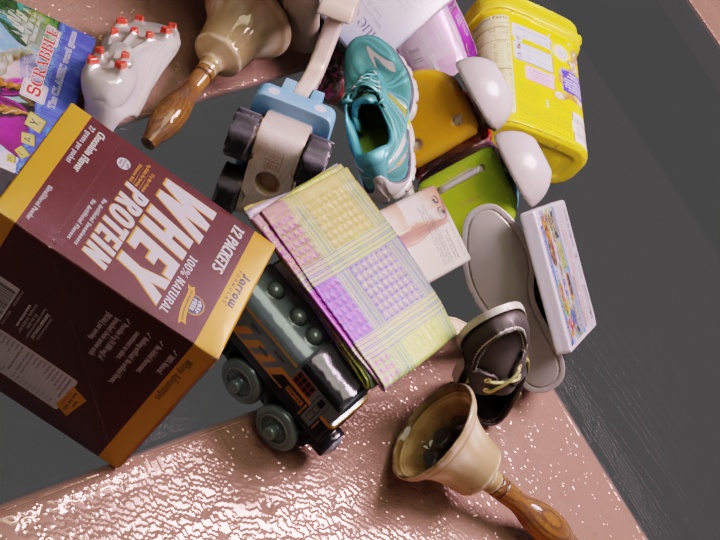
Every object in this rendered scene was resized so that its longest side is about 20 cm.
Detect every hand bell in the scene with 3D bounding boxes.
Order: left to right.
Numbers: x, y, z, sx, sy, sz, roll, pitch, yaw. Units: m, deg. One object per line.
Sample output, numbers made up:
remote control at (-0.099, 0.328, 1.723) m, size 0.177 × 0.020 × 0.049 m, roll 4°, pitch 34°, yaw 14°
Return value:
hand bell at (-0.162, -0.195, 1.453) m, size 0.104 × 0.104 × 0.201 m, roll 37°, pitch 56°, yaw -6°
hand bell at (0.134, 0.207, 1.363) m, size 0.200 × 0.104 × 0.105 m, roll 41°, pitch 42°, yaw -22°

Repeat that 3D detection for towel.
towel at (-0.005, 0.002, 1.287) m, size 0.201 × 0.023 × 0.143 m, roll 53°, pitch 42°, yaw 4°

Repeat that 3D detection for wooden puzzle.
wooden puzzle at (-0.117, -0.324, 1.503) m, size 0.200 × 0.185 × 0.037 m, roll 42°, pitch 81°, yaw 5°

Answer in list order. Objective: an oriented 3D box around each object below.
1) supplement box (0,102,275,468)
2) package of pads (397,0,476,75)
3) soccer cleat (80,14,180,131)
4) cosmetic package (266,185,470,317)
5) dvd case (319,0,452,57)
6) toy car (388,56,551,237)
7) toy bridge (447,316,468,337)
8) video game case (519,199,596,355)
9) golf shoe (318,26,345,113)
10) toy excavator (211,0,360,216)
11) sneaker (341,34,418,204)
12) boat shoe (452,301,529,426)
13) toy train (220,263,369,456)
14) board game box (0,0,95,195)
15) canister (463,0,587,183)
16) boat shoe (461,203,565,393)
supplement box at (-0.212, 0.017, 1.163) m, size 0.199 × 0.197 × 0.133 m, roll 35°, pitch 45°, yaw -10°
package of pads at (0.059, -0.310, 1.622) m, size 0.202 × 0.075 × 0.121 m, roll 65°, pitch 18°, yaw -12°
soccer cleat at (-0.228, -0.193, 1.410) m, size 0.068 × 0.078 × 0.200 m, roll 12°, pitch 27°, yaw 5°
cosmetic package at (0.000, 0.000, 1.388) m, size 0.199 × 0.103 × 0.088 m, roll -28°, pitch 90°, yaw -46°
dvd case at (0.031, -0.323, 1.533) m, size 0.200 × 0.018 × 0.143 m, roll -42°, pitch 103°, yaw -11°
toy car at (0.102, -0.113, 1.535) m, size 0.202 × 0.174 × 0.150 m, roll 64°, pitch 9°, yaw 12°
toy bridge at (0.056, 0.071, 1.412) m, size 0.198 × 0.067 × 0.027 m, roll -1°, pitch 59°, yaw -37°
video game case at (0.208, 0.003, 1.505) m, size 0.200 × 0.018 × 0.145 m, roll -19°, pitch 95°, yaw -73°
golf shoe at (-0.003, -0.252, 1.610) m, size 0.091 × 0.072 × 0.202 m, roll 24°, pitch 54°, yaw -29°
toy excavator at (-0.062, -0.160, 1.418) m, size 0.099 × 0.196 × 0.201 m, roll 19°, pitch 37°, yaw -1°
sneaker at (0.016, -0.164, 1.443) m, size 0.080 × 0.077 × 0.202 m, roll 56°, pitch 21°, yaw -52°
boat shoe at (0.129, 0.090, 1.366) m, size 0.071 × 0.202 × 0.061 m, roll -18°, pitch 68°, yaw -8°
toy train at (-0.073, 0.070, 1.285) m, size 0.201 × 0.114 × 0.085 m, roll 51°, pitch 44°, yaw 7°
board game box at (-0.356, -0.175, 1.313) m, size 0.198 × 0.041 × 0.202 m, roll 23°, pitch 48°, yaw -20°
canister at (0.194, -0.215, 1.710) m, size 0.147 × 0.087 × 0.202 m, roll 18°, pitch 51°, yaw -24°
boat shoe at (0.157, 0.025, 1.471) m, size 0.202 × 0.073 × 0.060 m, roll 64°, pitch 11°, yaw -8°
